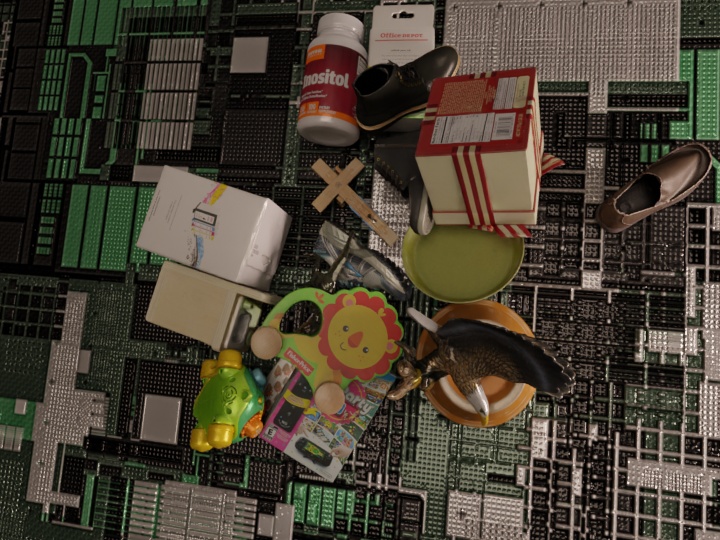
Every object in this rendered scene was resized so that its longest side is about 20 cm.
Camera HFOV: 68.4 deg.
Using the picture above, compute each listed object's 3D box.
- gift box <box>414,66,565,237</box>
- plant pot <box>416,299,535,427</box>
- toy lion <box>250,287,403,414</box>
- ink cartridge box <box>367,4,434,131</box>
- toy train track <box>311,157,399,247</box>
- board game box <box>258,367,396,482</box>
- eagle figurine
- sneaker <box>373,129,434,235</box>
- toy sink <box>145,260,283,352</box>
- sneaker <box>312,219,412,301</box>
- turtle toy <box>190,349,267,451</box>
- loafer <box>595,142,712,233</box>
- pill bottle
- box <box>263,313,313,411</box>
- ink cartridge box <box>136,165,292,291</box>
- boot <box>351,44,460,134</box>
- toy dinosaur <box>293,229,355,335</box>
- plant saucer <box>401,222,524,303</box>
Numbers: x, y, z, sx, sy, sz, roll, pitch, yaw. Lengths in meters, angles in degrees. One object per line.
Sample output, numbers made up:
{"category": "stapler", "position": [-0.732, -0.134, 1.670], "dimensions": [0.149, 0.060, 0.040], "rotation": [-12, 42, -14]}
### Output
{"category": "gift box", "position": [0.201, -0.168, 0.806], "dimensions": [0.196, 0.187, 0.187], "rotation": [8, 62, 25]}
{"category": "plant pot", "position": [0.176, 0.139, 0.796], "dimensions": [0.196, 0.183, 0.205], "rotation": [-1, 83, 11]}
{"category": "toy lion", "position": [-0.040, 0.100, 0.813], "dimensions": [0.199, 0.069, 0.193], "rotation": [40, 83, -4]}
{"category": "ink cartridge box", "position": [0.072, -0.354, 0.934], "dimensions": [0.114, 0.067, 0.205], "rotation": [4, 85, 9]}
{"category": "toy train track", "position": [-0.010, -0.119, 0.943], "dimensions": [0.115, 0.033, 0.200], "rotation": [-44, 83, -5]}
{"category": "board game box", "position": [-0.055, 0.215, 0.875], "dimensions": [0.146, 0.064, 0.202], "rotation": [32, 90, -5]}
{"category": "eagle figurine", "position": [0.147, 0.111, 0.642], "dimensions": [0.197, 0.153, 0.152], "rotation": [-21, 116, 23]}
{"category": "sneaker", "position": [0.073, -0.146, 0.899], "dimensions": [0.104, 0.075, 0.204], "rotation": [-3, 61, 16]}
{"category": "toy sink", "position": [-0.238, 0.072, 0.911], "dimensions": [0.196, 0.130, 0.114], "rotation": [17, 86, 11]}
{"category": "sneaker", "position": [0.000, 0.000, 0.912], "dimensions": [0.199, 0.077, 0.087], "rotation": [37, 103, 20]}
{"category": "turtle toy", "position": [-0.214, 0.220, 0.864], "dimensions": [0.100, 0.199, 0.149], "rotation": [17, 61, -30]}
{"category": "loafer", "position": [0.469, -0.130, 0.830], "dimensions": [0.199, 0.071, 0.074], "rotation": [-38, 78, 4]}
{"category": "pill bottle", "position": [-0.045, -0.332, 0.931], "dimensions": [0.110, 0.113, 0.205], "rotation": [5, 84, 11]}
{"category": "box", "position": [-0.111, 0.151, 0.922], "dimensions": [0.038, 0.041, 0.201], "rotation": [36, 91, 12]}
{"category": "ink cartridge box", "position": [-0.244, -0.068, 0.919], "dimensions": [0.196, 0.147, 0.147], "rotation": [19, 87, 12]}
{"category": "boot", "position": [0.075, -0.301, 0.823], "dimensions": [0.199, 0.138, 0.078], "rotation": [-40, 81, 0]}
{"category": "toy dinosaur", "position": [-0.067, 0.018, 0.882], "dimensions": [0.088, 0.047, 0.203], "rotation": [29, 98, 47]}
{"category": "plant saucer", "position": [0.166, -0.032, 0.868], "dimensions": [0.196, 0.031, 0.204], "rotation": [-8, 59, 13]}
